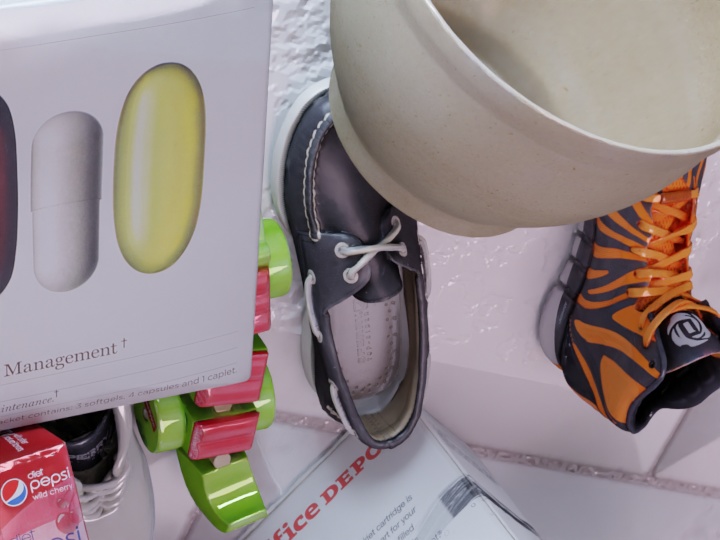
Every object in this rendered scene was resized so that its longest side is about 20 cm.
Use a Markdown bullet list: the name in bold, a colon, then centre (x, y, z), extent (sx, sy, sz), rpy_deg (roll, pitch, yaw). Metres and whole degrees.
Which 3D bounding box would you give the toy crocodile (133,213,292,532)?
- **toy crocodile**: centre (-0.068, 0.037, 1.134), extent (0.067, 0.062, 0.201), rpy_deg (-10, 125, -24)

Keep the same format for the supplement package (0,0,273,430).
- **supplement package**: centre (-0.151, -0.056, 0.964), extent (0.190, 0.147, 0.201), rpy_deg (-12, 128, -22)

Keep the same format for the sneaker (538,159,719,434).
- **sneaker**: centre (0.160, -0.005, 1.199), extent (0.077, 0.112, 0.201), rpy_deg (-7, 125, -26)

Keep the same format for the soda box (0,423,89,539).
- **soda box**: centre (-0.172, 0.099, 1.022), extent (0.063, 0.200, 0.071), rpy_deg (-17, 101, -19)

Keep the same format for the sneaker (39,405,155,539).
- **sneaker**: centre (-0.139, 0.089, 1.122), extent (0.073, 0.071, 0.201), rpy_deg (-27, 133, -11)

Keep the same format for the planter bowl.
- **planter bowl**: centre (0.065, -0.099, 1.047), extent (0.199, 0.202, 0.135), rpy_deg (5, 146, -32)

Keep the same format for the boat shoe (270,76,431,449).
- **boat shoe**: centre (0.000, 0.000, 1.147), extent (0.073, 0.060, 0.201), rpy_deg (-14, 127, -19)

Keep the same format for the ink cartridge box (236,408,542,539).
- **ink cartridge box**: centre (0.033, 0.183, 1.202), extent (0.144, 0.200, 0.084), rpy_deg (-44, 136, 6)
